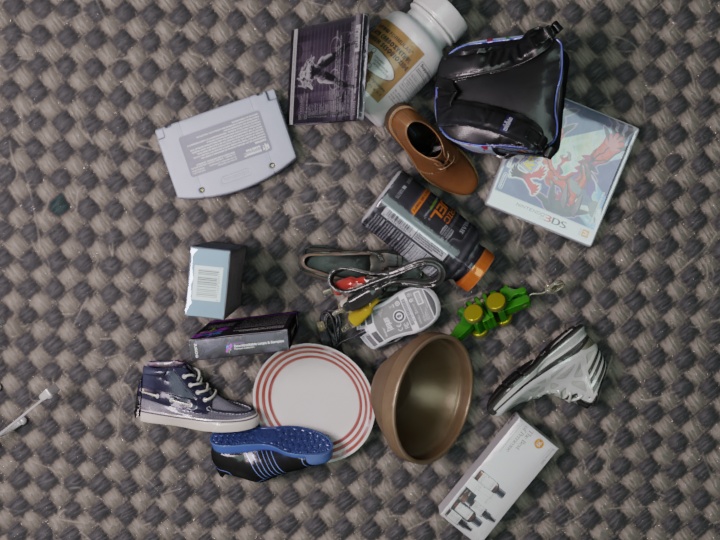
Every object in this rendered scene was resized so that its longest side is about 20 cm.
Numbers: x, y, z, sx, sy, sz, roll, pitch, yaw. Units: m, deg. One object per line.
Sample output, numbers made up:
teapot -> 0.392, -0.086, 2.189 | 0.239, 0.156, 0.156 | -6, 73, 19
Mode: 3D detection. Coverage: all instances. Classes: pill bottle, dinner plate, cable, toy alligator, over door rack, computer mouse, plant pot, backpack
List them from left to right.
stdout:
over door rack -> -0.570, 0.179, 1.542 | 0.200, 0.067, 0.148 | -37, 92, 23
dinner plate -> -0.072, 0.207, 1.551 | 0.199, 0.024, 0.201 | 3, 104, 11
cable -> 0.032, 0.014, 1.495 | 0.199, 0.050, 0.097 | -27, 94, 14
computer mouse -> 0.034, 0.086, 1.552 | 0.199, 0.044, 0.110 | -22, 88, 7
pill bottle -> 0.062, -0.325, 1.491 | 0.114, 0.114, 0.200 | 45, 93, -2
plant pot -> 0.081, 0.188, 1.510 | 0.092, 0.200, 0.202 | 12, 94, 40
pill bottle -> 0.108, -0.054, 1.510 | 0.200, 0.106, 0.106 | 37, 93, -2
backpack -> 0.209, -0.257, 1.468 | 0.189, 0.154, 0.201 | 5, 83, 15
toy alligator -> 0.220, 0.049, 1.543 | 0.199, 0.059, 0.054 | -28, 52, 2

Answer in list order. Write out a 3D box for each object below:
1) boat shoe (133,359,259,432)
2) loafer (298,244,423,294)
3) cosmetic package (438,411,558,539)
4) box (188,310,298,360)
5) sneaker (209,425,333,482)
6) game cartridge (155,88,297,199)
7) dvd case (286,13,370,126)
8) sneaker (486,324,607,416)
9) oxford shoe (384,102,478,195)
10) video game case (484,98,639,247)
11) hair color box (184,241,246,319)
boat shoe -> -0.256, 0.194, 1.542 | 0.199, 0.075, 0.093 | 5, 101, 1
loafer -> 0.000, 0.000, 1.535 | 0.199, 0.063, 0.072 | 6, 93, 0
cosmetic package -> 0.218, 0.329, 1.558 | 0.082, 0.051, 0.200 | 38, 93, -2
box -> -0.170, 0.096, 1.474 | 0.142, 0.200, 0.036 | -7, 94, 1
sneaker -> -0.137, 0.293, 1.547 | 0.199, 0.070, 0.078 | 3, 120, 13
game cartridge -> -0.207, -0.189, 1.542 | 0.199, 0.042, 0.134 | -18, 97, 2
dvd case -> -0.051, -0.294, 1.466 | 0.016, 0.200, 0.150 | 1, 94, -35
sneaker -> 0.301, 0.188, 1.536 | 0.200, 0.076, 0.116 | -39, 90, 0
oxford shoe -> 0.117, -0.169, 1.489 | 0.200, 0.071, 0.071 | 37, 97, -34
video game case -> 0.315, -0.163, 1.543 | 0.181, 0.023, 0.201 | 22, 93, -1
hair color box -> -0.214, 0.011, 1.470 | 0.060, 0.200, 0.100 | 6, 93, 0
